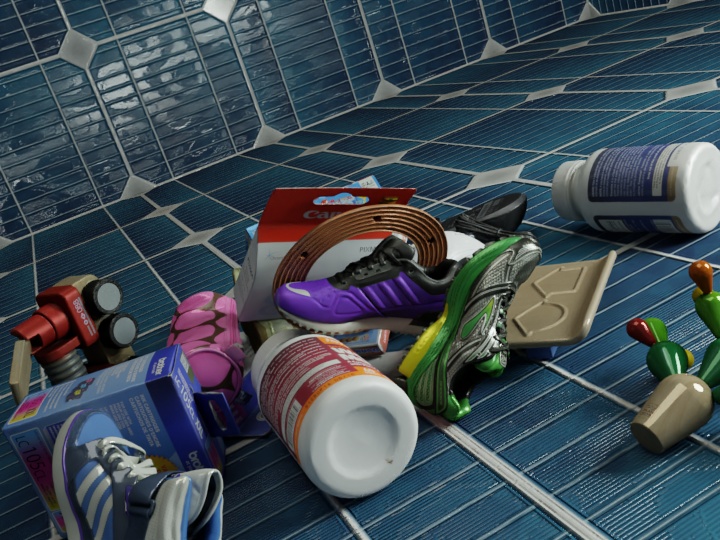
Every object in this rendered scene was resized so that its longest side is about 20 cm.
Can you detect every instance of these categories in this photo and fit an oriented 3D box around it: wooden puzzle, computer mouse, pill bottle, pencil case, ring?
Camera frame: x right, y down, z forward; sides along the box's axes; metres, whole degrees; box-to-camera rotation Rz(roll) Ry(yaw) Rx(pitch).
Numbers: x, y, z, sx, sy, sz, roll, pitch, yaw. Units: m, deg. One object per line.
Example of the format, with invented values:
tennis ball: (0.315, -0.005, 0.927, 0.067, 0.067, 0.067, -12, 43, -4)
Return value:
wooden puzzle: (0.176, 0.048, 0.858, 0.200, 0.046, 0.185, -12, 19, 32)
computer mouse: (0.164, -0.058, 1.158, 0.200, 0.053, 0.138, -20, 14, 33)
pill bottle: (-0.035, 0.124, 0.738, 0.109, 0.110, 0.200, -24, 20, -17)
pencil case: (-0.173, 0.087, 0.889, 0.094, 0.091, 0.200, -51, 21, 7)
computer mouse: (0.130, -0.031, 0.969, 0.110, 0.044, 0.200, 25, 30, 29)
pill bottle: (0.354, -0.105, 1.004, 0.111, 0.111, 0.200, -32, 23, -34)
ring: (0.000, 0.000, 0.842, 0.200, 0.201, 0.019, -20, 51, -5)

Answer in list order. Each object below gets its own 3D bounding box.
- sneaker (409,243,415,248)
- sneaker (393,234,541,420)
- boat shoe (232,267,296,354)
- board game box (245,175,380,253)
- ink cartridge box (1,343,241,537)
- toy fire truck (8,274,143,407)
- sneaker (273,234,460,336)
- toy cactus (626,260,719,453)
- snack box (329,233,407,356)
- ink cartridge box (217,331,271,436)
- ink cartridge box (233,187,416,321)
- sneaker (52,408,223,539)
sneaker: (0.081, 0.004, 1.009, 0.076, 0.081, 0.200, -12, 22, 15)
sneaker: (0.121, 0.057, 0.754, 0.085, 0.078, 0.200, 31, 89, 38)
boat shoe: (-0.119, 0.047, 0.980, 0.063, 0.073, 0.201, -12, 21, -15)
board game box: (-0.065, -0.033, 1.118, 0.196, 0.056, 0.200, -24, -18, -17)
ink cartridge box: (-0.220, 0.162, 0.764, 0.200, 0.137, 0.076, -19, 21, 0)
toy fire truck: (-0.361, 0.120, 0.954, 0.129, 0.176, 0.200, -4, 24, 35)
sneaker: (0.013, 0.010, 0.798, 0.200, 0.100, 0.070, 4, 20, -13)
toy cactus: (0.283, 0.078, 0.620, 0.165, 0.102, 0.200, -36, 32, -19)
snack box: (0.011, 0.021, 0.983, 0.072, 0.024, 0.200, -9, 47, 25)
ink cartridge box: (-0.157, 0.132, 0.938, 0.200, 0.043, 0.196, -10, 20, 27)
ink cartridge box: (-0.039, -0.014, 0.842, 0.160, 0.047, 0.200, -2, -30, -24)
sneaker: (-0.170, 0.176, 0.632, 0.146, 0.081, 0.200, -33, 52, 16)
